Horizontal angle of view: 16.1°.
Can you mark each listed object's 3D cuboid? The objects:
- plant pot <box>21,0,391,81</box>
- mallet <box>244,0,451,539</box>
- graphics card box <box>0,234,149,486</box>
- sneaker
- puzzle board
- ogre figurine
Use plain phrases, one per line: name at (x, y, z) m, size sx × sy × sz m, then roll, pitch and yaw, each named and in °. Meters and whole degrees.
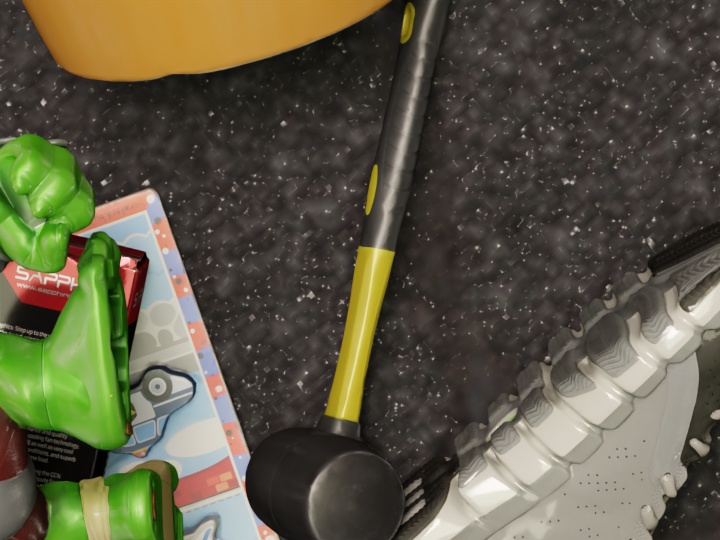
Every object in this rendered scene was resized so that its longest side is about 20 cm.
plant pot at (-0.061, -0.167, 0.798) m, size 0.198 × 0.200 × 0.185 m, roll -14°, pitch 112°, yaw 1°
mallet at (0.000, 0.000, 0.888) m, size 0.041 × 0.066 × 0.202 m, roll 13°, pitch 81°, yaw -23°
graphics card box at (-0.153, 0.078, 0.870) m, size 0.124 × 0.051 × 0.202 m, roll 12°, pitch 94°, yaw -2°
sneaker at (0.099, 0.079, 0.884) m, size 0.200 × 0.075 × 0.116 m, roll -42°, pitch 100°, yaw 14°
puzzle board at (-0.141, 0.075, 0.903) m, size 0.198 × 0.017 × 0.152 m, roll -19°, pitch 97°, yaw 1°
ogre figurine at (-0.124, 0.056, 0.791) m, size 0.119 × 0.099 × 0.201 m, roll -6°, pitch 140°, yaw 4°
